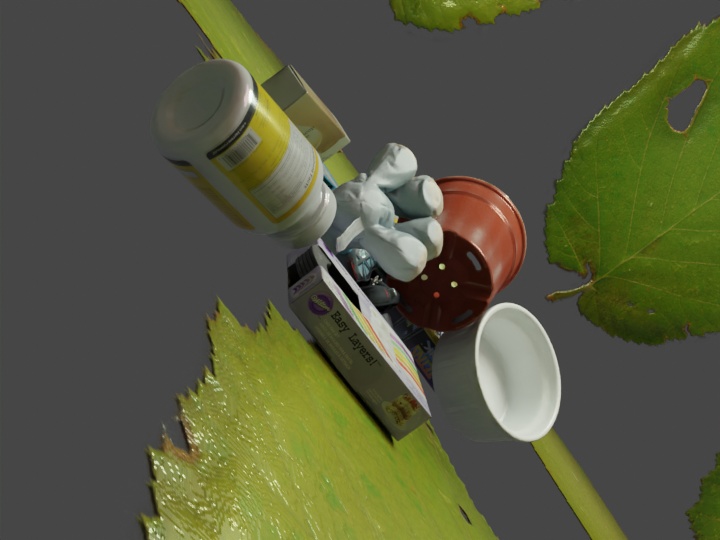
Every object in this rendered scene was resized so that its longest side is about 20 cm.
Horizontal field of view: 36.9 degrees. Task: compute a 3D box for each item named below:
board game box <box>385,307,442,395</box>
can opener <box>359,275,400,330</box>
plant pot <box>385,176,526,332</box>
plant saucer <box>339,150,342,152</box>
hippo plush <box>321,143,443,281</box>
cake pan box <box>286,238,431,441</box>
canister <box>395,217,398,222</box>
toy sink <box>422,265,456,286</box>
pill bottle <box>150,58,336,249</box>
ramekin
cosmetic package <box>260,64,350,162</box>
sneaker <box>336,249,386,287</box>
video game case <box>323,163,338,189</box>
[{"bbox_3d":[0.097,0.101,1.678,0.200,0.057,0.165,54,9,-4],"label":"board game box"},{"bbox_3d":[0.014,0.042,1.368,0.079,0.063,0.200,56,7,13],"label":"can opener"},{"bbox_3d":[0.127,-0.015,1.542,0.201,0.201,0.195,53,23,-7],"label":"plant pot"},{"bbox_3d":[-0.125,-0.378,2.605,0.200,0.037,0.200,52,7,-22],"label":"plant saucer"},{"bbox_3d":[-0.005,-0.046,1.327,0.200,0.161,0.160,-31,93,-40],"label":"hippo plush"},{"bbox_3d":[-0.009,0.064,1.163,0.200,0.052,0.184,52,5,-15],"label":"cake pan box"},{"bbox_3d":[0.050,-0.059,2.024,0.149,0.086,0.200,55,8,11],"label":"canister"},{"bbox_3d":[0.117,0.040,1.877,0.130,0.112,0.200,58,7,23],"label":"toy sink"},{"bbox_3d":[-0.106,-0.105,1.056,0.200,0.112,0.112,47,10,-48],"label":"pill bottle"},{"bbox_3d":[0.194,0.154,1.565,0.200,0.098,0.201,18,64,-41],"label":"ramekin"},{"bbox_3d":[-0.106,-0.255,1.842,0.071,0.105,0.200,58,9,26],"label":"cosmetic package"},{"bbox_3d":[0.000,0.000,1.527,0.200,0.079,0.096,18,54,-72],"label":"sneaker"},{"bbox_3d":[-0.105,-0.226,2.064,0.143,0.018,0.200,57,7,30],"label":"video game case"}]
